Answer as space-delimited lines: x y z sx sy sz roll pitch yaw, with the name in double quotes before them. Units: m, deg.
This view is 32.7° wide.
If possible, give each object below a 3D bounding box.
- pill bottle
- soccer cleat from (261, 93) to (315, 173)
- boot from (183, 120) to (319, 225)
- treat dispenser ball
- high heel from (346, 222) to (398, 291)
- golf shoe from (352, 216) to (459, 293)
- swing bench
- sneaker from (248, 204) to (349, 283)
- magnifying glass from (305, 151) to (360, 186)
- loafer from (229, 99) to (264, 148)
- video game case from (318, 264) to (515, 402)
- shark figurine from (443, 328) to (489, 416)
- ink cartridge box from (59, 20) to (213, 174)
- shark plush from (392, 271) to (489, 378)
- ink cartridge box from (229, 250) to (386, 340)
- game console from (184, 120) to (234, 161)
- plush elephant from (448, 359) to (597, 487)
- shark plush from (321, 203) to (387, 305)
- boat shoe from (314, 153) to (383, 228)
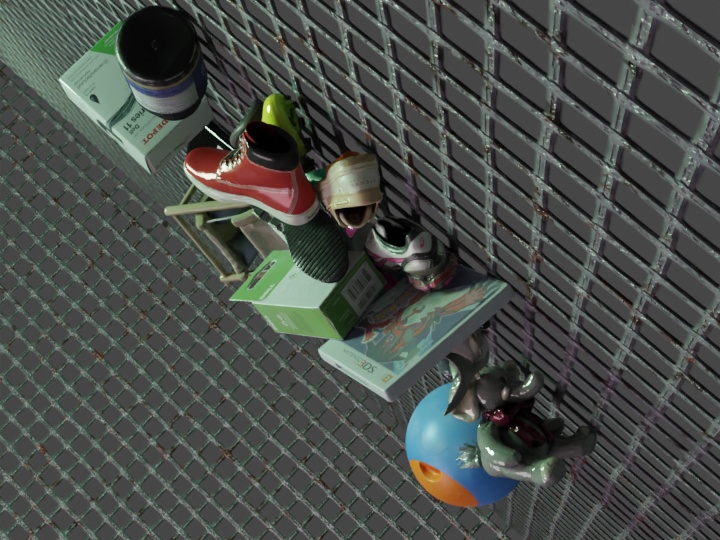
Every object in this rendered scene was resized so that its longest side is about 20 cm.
"pill bottle" -0.270 -0.278 1.696 0.112 0.112 0.200 43 171 6
"soccer cleat" -0.107 -0.163 1.560 0.200 0.084 0.065 73 -174 -74
"boot" -0.149 -0.145 1.517 0.200 0.072 0.144 20 150 28
"treat dispenser ball" 0.173 0.275 1.954 0.201 0.201 0.201 43 170 9
"high heel" 0.011 -0.004 1.741 0.200 0.096 0.067 40 170 22
"golf shoe" 0.044 -0.040 1.541 0.092 0.073 0.200 55 162 -28
"swing bench" -0.159 -0.070 1.915 0.200 0.130 0.199 11 152 34
"sneaker" -0.062 -0.046 1.576 0.089 0.074 0.200 37 -170 -50
"magnifying glass" -0.040 -0.121 1.580 0.200 0.080 0.022 151 115 -70
"loafer" -0.125 -0.176 1.694 0.071 0.073 0.200 32 174 9
"video game case" 0.064 0.064 1.490 0.023 0.200 0.182 58 164 -26
"shark figurine" 0.123 0.106 1.533 0.128 0.090 0.215 5 -155 -19
"ink cartridge box" -0.356 -0.276 1.963 0.200 0.147 0.083 41 169 10
"shark plush" 0.091 0.049 1.638 0.200 0.083 0.091 57 154 11
"ink cartridge box" -0.071 0.028 1.605 0.200 0.104 0.059 2 136 50
"game console" -0.196 -0.174 2.121 0.200 0.116 0.176 40 140 22
"plush elephant" 0.208 0.196 1.681 0.200 0.165 0.155 -5 99 38
"shark plush" 0.000 0.000 1.653 0.083 0.091 0.200 170 92 -81
"boat shoe" -0.012 -0.086 1.506 0.200 0.074 0.069 118 139 -80
